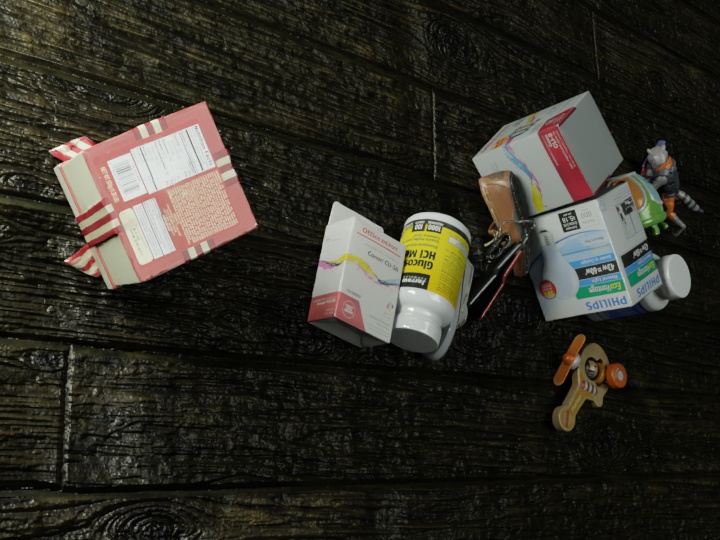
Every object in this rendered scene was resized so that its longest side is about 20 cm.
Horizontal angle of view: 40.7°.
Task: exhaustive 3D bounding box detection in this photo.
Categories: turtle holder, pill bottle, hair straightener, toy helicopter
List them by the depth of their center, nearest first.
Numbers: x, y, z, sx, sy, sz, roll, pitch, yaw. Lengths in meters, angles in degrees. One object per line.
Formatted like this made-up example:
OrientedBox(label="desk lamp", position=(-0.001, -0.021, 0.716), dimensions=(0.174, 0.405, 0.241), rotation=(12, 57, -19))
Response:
OrientedBox(label="pill bottle", position=(0.102, 0.020, 1.519), dimensions=(0.112, 0.112, 0.202), rotation=(34, 58, -33))
OrientedBox(label="hair straightener", position=(0.231, -0.013, 1.655), dimensions=(0.077, 0.041, 0.201), rotation=(43, 80, -26))
OrientedBox(label="toy helicopter", position=(0.403, 0.211, 1.794), dimensions=(0.133, 0.078, 0.200), rotation=(54, 53, -19))
OrientedBox(label="pill bottle", position=(0.525, 0.029, 1.867), dimensions=(0.111, 0.199, 0.114), rotation=(12, 72, -41))
OrientedBox(label="turtle holder", position=(0.553, -0.133, 1.977), dimensions=(0.184, 0.140, 0.133), rotation=(-20, 92, -44))

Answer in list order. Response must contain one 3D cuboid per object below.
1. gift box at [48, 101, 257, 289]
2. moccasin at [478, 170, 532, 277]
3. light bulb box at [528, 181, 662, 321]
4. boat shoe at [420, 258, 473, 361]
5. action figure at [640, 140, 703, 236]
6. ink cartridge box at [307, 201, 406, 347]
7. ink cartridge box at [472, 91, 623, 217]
OrientedBox(label="gift box", position=(-0.261, -0.086, 1.149), dimensions=(0.198, 0.186, 0.187), rotation=(-22, 97, -25))
OrientedBox(label="moccasin", position=(0.256, -0.078, 1.724), dimensions=(0.074, 0.077, 0.203), rotation=(-68, 142, -50))
OrientedBox(label="light bulb box", position=(0.412, -0.031, 1.774), dimensions=(0.124, 0.197, 0.202), rotation=(-25, 96, -42))
OrientedBox(label="boat shoe", position=(0.148, 0.063, 1.589), dimensions=(0.070, 0.070, 0.202), rotation=(37, 53, -35))
OrientedBox(label="action figure", position=(0.687, -0.207, 2.156), dimensions=(0.194, 0.104, 0.201), rotation=(54, 50, -33))
OrientedBox(label="ink cartridge box", position=(0.000, 0.000, 1.456), dimensions=(0.116, 0.067, 0.202), rotation=(27, 62, -36))
OrientedBox(label="ink cartridge box", position=(0.333, -0.200, 1.739), dimensions=(0.145, 0.199, 0.145), rotation=(-45, 108, -41))
